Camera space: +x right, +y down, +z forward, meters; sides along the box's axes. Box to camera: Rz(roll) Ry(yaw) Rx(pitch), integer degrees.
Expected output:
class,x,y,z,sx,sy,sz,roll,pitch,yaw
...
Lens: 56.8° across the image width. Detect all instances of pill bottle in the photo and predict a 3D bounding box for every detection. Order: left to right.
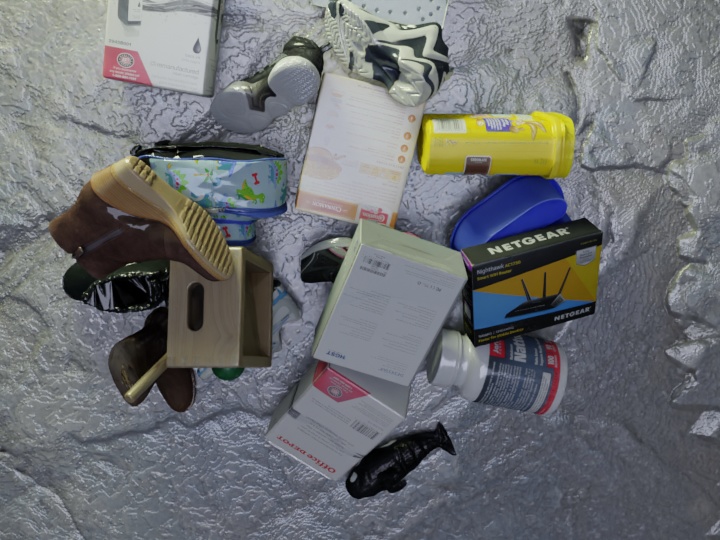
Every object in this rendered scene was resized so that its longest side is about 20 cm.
class,x,y,z,sx,sy,sz,roll,pitch,yaw
pill bottle,0.213,0.154,1.059,0.198,0.120,0.120,11,103,-6

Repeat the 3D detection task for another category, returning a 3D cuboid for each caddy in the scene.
class,x,y,z,sx,sy,sz,roll,pitch,yaw
caddy,0.234,-0.058,1.020,0.199,0.105,0.142,-35,127,5

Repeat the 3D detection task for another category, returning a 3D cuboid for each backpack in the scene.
class,x,y,z,sx,sy,sz,roll,pitch,yaw
backpack,-0.202,-0.108,0.940,0.198,0.183,0.148,-2,104,-4

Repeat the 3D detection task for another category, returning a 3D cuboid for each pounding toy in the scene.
class,x,y,z,sx,sy,sz,roll,pitch,yaw
pounding toy,-0.214,0.077,0.922,0.141,0.184,0.202,-1,82,8

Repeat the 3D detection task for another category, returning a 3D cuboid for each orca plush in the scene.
class,x,y,z,sx,sy,sz,roll,pitch,yaw
orca plush,0.066,0.338,1.120,0.199,0.071,0.106,-16,104,1

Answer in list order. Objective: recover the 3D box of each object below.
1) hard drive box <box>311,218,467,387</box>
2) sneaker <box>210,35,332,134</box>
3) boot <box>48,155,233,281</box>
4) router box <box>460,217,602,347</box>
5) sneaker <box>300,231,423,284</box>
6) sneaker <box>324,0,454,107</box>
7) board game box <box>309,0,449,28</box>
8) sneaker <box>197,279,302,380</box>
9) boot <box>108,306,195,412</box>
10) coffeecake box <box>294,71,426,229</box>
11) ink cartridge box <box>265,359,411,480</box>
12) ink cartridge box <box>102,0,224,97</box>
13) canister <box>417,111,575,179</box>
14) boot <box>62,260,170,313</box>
class,x,y,z,sx,sy,sz,roll,pitch,yaw
hard drive box,0.036,0.049,0.937,0.155,0.077,0.201,19,119,-11
sneaker,-0.124,-0.269,0.962,0.199,0.114,0.076,-13,126,36
boot,-0.276,-0.033,0.845,0.166,0.072,0.200,-33,110,26
router box,0.247,0.018,0.973,0.199,0.051,0.150,-15,124,-9
sneaker,0.000,0.000,0.999,0.199,0.080,0.087,-10,60,17
sneaker,0.051,-0.323,0.949,0.199,0.129,0.080,39,136,18
board game box,0.040,-0.462,0.948,0.198,0.026,0.201,10,103,-5
sneaker,-0.172,0.113,1.054,0.200,0.075,0.087,-43,108,7
boot,-0.307,0.165,0.990,0.064,0.200,0.188,-13,104,0
coffeecake box,-0.004,-0.175,0.990,0.152,0.073,0.201,12,103,-8
ink cartridge box,-0.037,0.220,1.046,0.146,0.083,0.200,34,123,-10
ink cartridge box,-0.269,-0.355,0.926,0.145,0.085,0.202,9,101,-6
canister,0.187,-0.183,0.963,0.198,0.149,0.087,0,108,-1
boot,-0.360,0.022,0.972,0.197,0.163,0.074,-6,103,-2
